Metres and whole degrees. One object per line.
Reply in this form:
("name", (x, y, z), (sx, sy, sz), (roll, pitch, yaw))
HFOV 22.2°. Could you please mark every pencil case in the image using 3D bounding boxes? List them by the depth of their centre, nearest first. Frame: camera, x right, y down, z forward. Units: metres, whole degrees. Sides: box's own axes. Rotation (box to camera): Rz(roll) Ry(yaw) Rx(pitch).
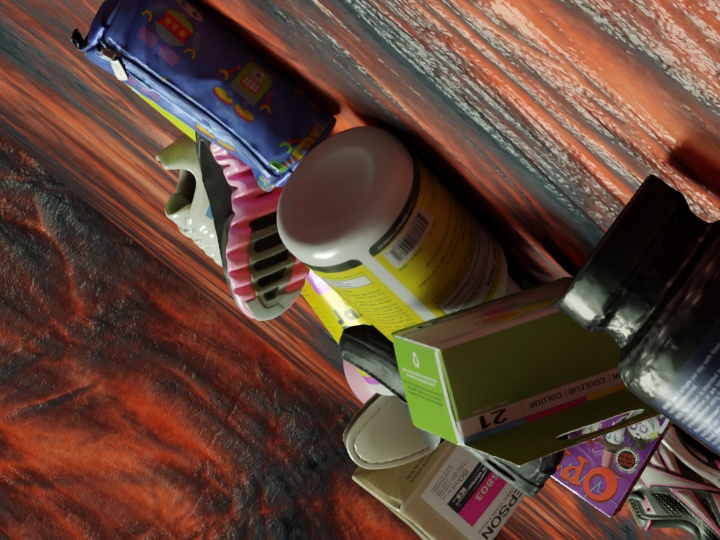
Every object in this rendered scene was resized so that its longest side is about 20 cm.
("pencil case", (-0.115, -0.140, 1.364), (0.200, 0.087, 0.078), (37, 138, -11))

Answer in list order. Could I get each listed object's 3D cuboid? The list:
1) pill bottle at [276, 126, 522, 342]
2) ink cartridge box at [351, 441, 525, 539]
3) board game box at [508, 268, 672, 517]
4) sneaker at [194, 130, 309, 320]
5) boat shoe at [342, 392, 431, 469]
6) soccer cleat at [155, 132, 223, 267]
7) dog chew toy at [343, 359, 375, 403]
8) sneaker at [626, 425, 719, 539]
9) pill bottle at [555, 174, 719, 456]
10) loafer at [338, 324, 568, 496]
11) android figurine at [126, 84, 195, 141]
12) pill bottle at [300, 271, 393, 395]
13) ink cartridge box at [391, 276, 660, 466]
("pill bottle", (0.037, -0.009, 1.360), (0.112, 0.112, 0.200), (28, 169, 48))
("ink cartridge box", (0.107, 0.166, 1.763), (0.075, 0.200, 0.165), (31, 171, 41))
("board game box", (0.148, 0.090, 1.452), (0.200, 0.120, 0.032), (34, -155, 18))
("sneaker", (-0.094, -0.060, 1.469), (0.095, 0.079, 0.200), (5, 104, 62))
("boat shoe", (0.063, 0.102, 1.611), (0.072, 0.200, 0.060), (61, 164, -25))
("soccer cleat", (-0.143, -0.046, 1.777), (0.070, 0.086, 0.200), (32, 144, 55))
("dog chew toy", (0.082, 0.110, 1.879), (0.200, 0.125, 0.125), (31, 175, -22))
("sneaker", (0.258, 0.182, 1.618), (0.200, 0.086, 0.080), (34, 170, 20))
("pill bottle", (0.205, 0.042, 0.938), (0.200, 0.112, 0.112), (36, 172, 4))
("loafer", (0.065, 0.108, 1.442), (0.200, 0.070, 0.068), (29, -162, 14))
("android figurine", (-0.145, -0.147, 1.609), (0.200, 0.041, 0.182), (41, 171, -33))
("pill bottle", (0.000, 0.000, 1.538), (0.200, 0.104, 0.104), (54, 167, -17))
("ink cartridge box", (0.126, 0.064, 1.243), (0.200, 0.148, 0.076), (-172, 66, -73))
